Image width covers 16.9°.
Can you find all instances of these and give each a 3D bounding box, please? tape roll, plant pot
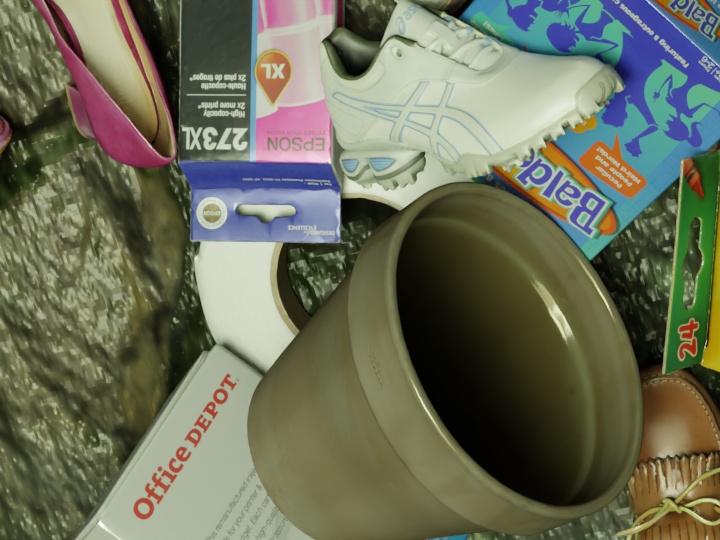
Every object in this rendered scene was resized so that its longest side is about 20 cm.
[{"bbox_3d":[0.000,0.000,1.469,0.202,0.037,0.204,2,107,8],"label":"tape roll"},{"bbox_3d":[0.032,0.076,1.376,0.173,0.200,0.200,-31,100,38],"label":"plant pot"}]

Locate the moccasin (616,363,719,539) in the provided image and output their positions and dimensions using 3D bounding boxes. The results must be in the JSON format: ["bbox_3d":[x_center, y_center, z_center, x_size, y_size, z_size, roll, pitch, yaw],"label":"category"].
[{"bbox_3d":[0.193,0.155,1.462,0.073,0.078,0.203,-2,106,10],"label":"moccasin"}]

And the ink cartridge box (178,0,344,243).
[{"bbox_3d":[-0.058,-0.116,1.419,0.094,0.037,0.201,1,94,11],"label":"ink cartridge box"}]

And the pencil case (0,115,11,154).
[{"bbox_3d":[-0.284,-0.016,1.486,0.087,0.087,0.201,26,108,1],"label":"pencil case"}]

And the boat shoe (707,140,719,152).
[{"bbox_3d":[0.142,-0.124,1.393,0.200,0.072,0.072,37,110,-7],"label":"boat shoe"}]

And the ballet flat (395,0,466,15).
[{"bbox_3d":[0.041,-0.186,1.335,0.068,0.067,0.200,46,151,5],"label":"ballet flat"}]

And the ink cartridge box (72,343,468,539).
[{"bbox_3d":[-0.057,0.165,1.460,0.200,0.146,0.084,37,147,-5],"label":"ink cartridge box"}]

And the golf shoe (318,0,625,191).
[{"bbox_3d":[0.050,-0.103,1.322,0.199,0.078,0.098,-8,114,44],"label":"golf shoe"}]

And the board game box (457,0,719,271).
[{"bbox_3d":[0.122,-0.104,1.351,0.152,0.045,0.200,41,142,0],"label":"board game box"}]

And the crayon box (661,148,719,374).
[{"bbox_3d":[0.256,-0.010,1.348,0.051,0.199,0.128,22,116,47],"label":"crayon box"}]

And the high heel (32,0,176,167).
[{"bbox_3d":[-0.156,-0.155,1.404,0.067,0.096,0.201,-22,115,-28],"label":"high heel"}]

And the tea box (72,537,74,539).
[{"bbox_3d":[-0.140,0.278,1.488,0.196,0.200,0.134,38,109,-4],"label":"tea box"}]
